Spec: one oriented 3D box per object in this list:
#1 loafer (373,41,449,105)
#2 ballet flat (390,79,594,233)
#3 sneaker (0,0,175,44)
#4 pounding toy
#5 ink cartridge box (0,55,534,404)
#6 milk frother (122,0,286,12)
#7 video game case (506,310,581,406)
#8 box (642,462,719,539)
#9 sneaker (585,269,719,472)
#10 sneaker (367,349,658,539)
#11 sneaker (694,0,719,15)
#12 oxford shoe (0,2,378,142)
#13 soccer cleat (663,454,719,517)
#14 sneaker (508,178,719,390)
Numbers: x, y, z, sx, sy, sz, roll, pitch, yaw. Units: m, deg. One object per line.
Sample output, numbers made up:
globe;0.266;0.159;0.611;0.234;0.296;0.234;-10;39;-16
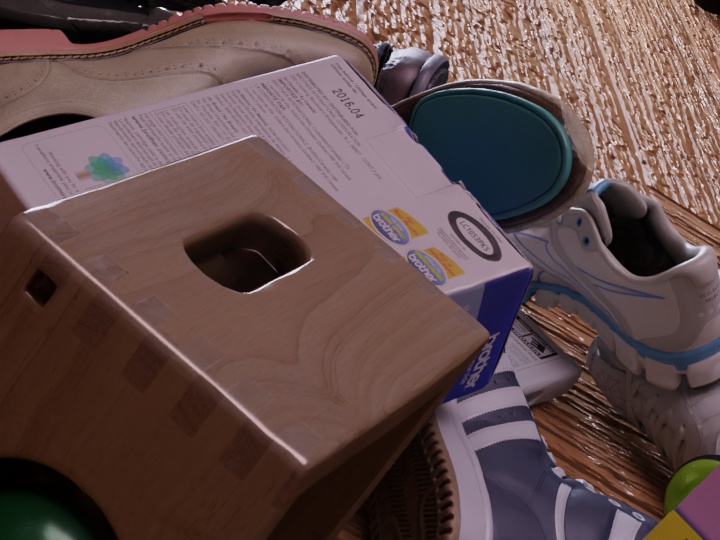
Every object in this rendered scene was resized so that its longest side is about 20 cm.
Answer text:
loafer;0.010;-0.090;1.142;0.063;0.072;0.200;23;2;3
ballet flat;0.035;-0.047;0.921;0.200;0.068;0.062;0;-3;44
sneaker;-0.153;-0.124;0.968;0.199;0.076;0.114;9;40;-40
pounding toy;-0.080;0.041;0.589;0.142;0.184;0.200;40;22;9
ink cartridge box;-0.031;-0.003;0.800;0.200;0.076;0.136;-20;55;-32
milk frother;-0.090;-0.226;1.041;0.180;0.188;0.200;39;-8;-25
video game case;0.000;0.000;1.023;0.200;0.022;0.182;44;23;18
box;0.206;0.158;0.811;0.176;0.097;0.200;46;4;23
sneaker;0.168;0.076;1.081;0.099;0.075;0.200;-1;38;4
sneaker;0.060;0.077;0.872;0.108;0.070;0.200;24;36;-21
sneaker;0.368;-0.332;2.187;0.200;0.084;0.121;20;31;-54
oxford shoe;-0.084;-0.063;0.893;0.200;0.071;0.074;-9;45;-12
soccer cleat;0.219;0.157;0.984;0.200;0.068;0.081;42;12;-5
sneaker;0.116;-0.020;1.082;0.075;0.087;0.200;-37;45;-29
